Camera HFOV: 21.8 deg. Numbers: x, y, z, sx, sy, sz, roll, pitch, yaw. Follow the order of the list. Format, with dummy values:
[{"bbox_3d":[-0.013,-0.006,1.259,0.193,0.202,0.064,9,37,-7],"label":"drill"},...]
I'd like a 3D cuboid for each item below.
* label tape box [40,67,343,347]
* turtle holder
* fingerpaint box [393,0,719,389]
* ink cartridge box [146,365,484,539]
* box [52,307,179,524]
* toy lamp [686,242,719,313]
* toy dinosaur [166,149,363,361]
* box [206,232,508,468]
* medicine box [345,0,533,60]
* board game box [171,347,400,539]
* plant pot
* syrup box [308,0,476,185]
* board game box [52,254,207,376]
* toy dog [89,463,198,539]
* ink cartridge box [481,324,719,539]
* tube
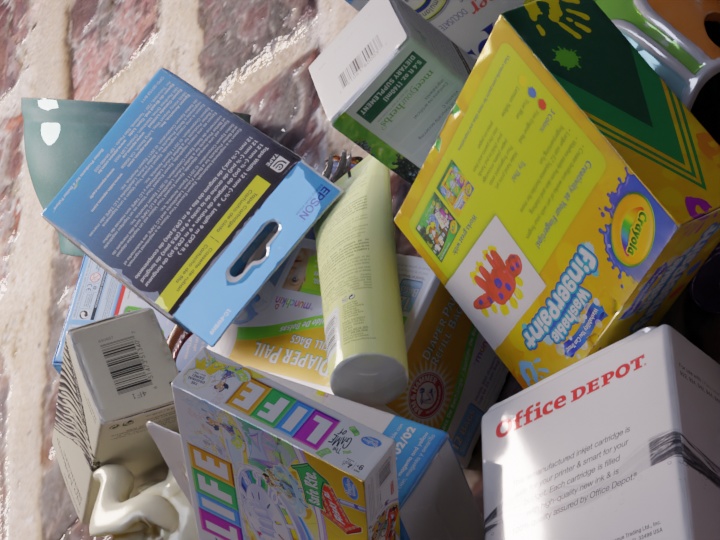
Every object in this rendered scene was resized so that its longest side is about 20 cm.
[{"bbox_3d":[-0.113,-0.037,1.331,0.200,0.066,0.144,35,82,33],"label":"label tape box"},{"bbox_3d":[0.179,-0.092,1.177,0.186,0.141,0.132,-55,35,0],"label":"turtle holder"},{"bbox_3d":[0.123,-0.039,1.124,0.167,0.073,0.200,52,144,21],"label":"fingerpaint box"},{"bbox_3d":[-0.028,0.133,1.190,0.199,0.116,0.068,16,55,32],"label":"ink cartridge box"},{"bbox_3d":[-0.182,0.111,1.385,0.200,0.068,0.083,111,138,-58],"label":"box"},{"bbox_3d":[0.231,0.039,1.076,0.058,0.058,0.201,-41,35,21],"label":"toy lamp"},{"bbox_3d":[-0.068,-0.025,1.440,0.105,0.180,0.201,48,132,45],"label":"toy dinosaur"},{"bbox_3d":[0.000,0.053,1.304,0.199,0.101,0.113,9,69,49],"label":"box"},{"bbox_3d":[0.097,-0.237,1.348,0.182,0.200,0.103,-35,37,29],"label":"medicine box"},{"bbox_3d":[-0.040,0.147,1.116,0.134,0.201,0.034,24,52,24],"label":"board game box"},{"bbox_3d":[-0.198,-0.076,1.622,0.200,0.199,0.135,9,97,54],"label":"plant pot"},{"bbox_3d":[0.066,-0.094,1.266,0.079,0.200,0.082,-45,32,16],"label":"syrup box"},{"bbox_3d":[-0.128,0.022,1.475,0.198,0.037,0.152,3,60,16],"label":"board game box"},{"bbox_3d":[-0.119,0.201,1.318,0.193,0.139,0.201,27,84,43],"label":"toy dog"},{"bbox_3d":[0.148,0.154,1.061,0.145,0.084,0.201,-30,42,33],"label":"ink cartridge box"},{"bbox_3d":[0.000,0.000,1.228,0.057,0.052,0.201,-6,44,-1],"label":"tube"}]
